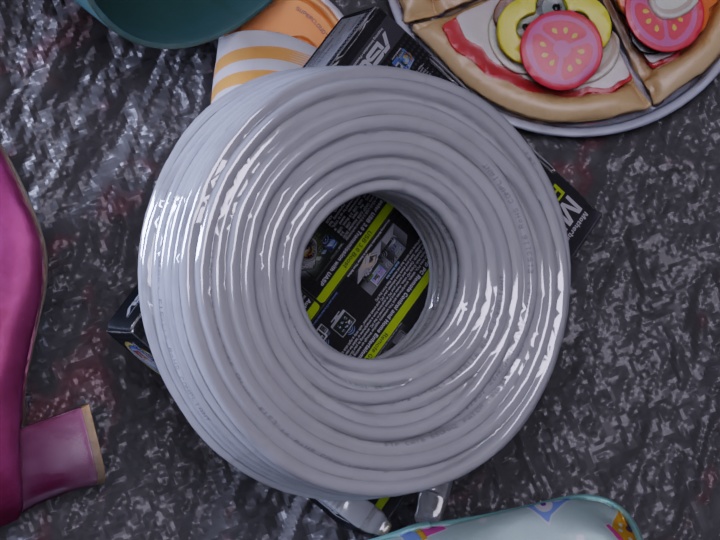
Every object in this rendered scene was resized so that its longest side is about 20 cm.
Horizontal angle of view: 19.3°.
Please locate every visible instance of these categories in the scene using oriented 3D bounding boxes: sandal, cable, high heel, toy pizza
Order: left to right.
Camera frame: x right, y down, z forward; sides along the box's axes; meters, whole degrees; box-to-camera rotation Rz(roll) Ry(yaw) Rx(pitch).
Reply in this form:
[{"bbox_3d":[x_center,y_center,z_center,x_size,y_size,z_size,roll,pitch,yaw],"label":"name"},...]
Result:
[{"bbox_3d":[-0.195,0.025,1.022,0.096,0.067,0.201,-15,89,-18],"label":"high heel"},{"bbox_3d":[-0.038,-0.054,1.054,0.079,0.059,0.207,4,74,-2],"label":"sandal"},{"bbox_3d":[-0.001,0.005,0.956,0.200,0.069,0.200,28,80,-20],"label":"cable"},{"bbox_3d":[0.111,-0.168,1.108,0.200,0.032,0.201,1,74,-3],"label":"toy pizza"}]

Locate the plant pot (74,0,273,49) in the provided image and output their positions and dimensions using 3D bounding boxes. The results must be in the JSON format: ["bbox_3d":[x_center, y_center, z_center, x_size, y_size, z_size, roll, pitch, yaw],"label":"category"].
[{"bbox_3d":[-0.119,-0.232,1.036,0.161,0.201,0.201,32,74,31],"label":"plant pot"}]

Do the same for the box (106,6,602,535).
[{"bbox_3d":[0.000,0.000,1.018,0.160,0.044,0.200,40,76,-18],"label":"box"}]

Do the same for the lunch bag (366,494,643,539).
[{"bbox_3d":[0.048,0.198,0.963,0.199,0.077,0.161,-13,59,-6],"label":"lunch bag"}]
